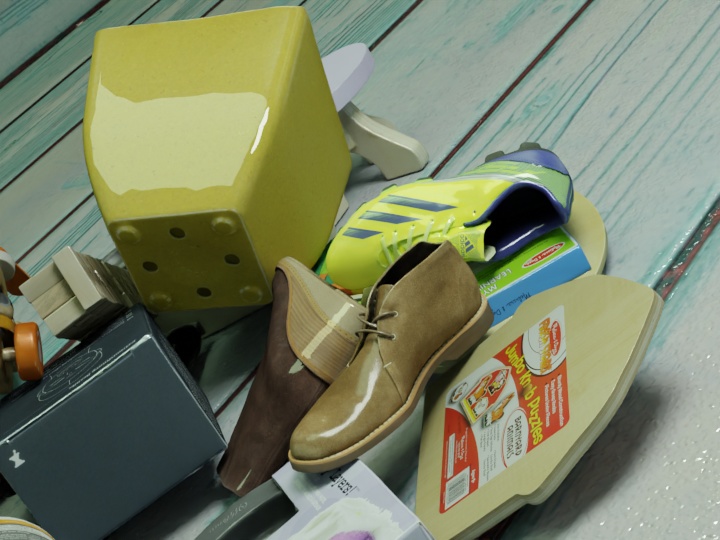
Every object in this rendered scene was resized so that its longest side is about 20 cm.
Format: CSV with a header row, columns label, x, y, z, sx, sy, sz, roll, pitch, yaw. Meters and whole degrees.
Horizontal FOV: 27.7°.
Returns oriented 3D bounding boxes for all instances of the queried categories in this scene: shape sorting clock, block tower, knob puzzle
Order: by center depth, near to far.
label,x,y,z,sx,sy,sz,roll,pitch,yaw
knob puzzle,0.116,0.081,0.914,0.219,0.030,0.220,-43,19,19
shape sorting clock,0.092,0.004,1.106,0.198,0.039,0.201,-21,32,14
block tower,-0.233,0.027,1.263,0.058,0.054,0.200,-36,-8,-1

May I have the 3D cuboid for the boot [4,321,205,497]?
label,x,y,z,sx,sy,sz,roll,pitch,yaw
boot,-0.236,0.113,1.304,0.173,0.070,0.200,-23,17,24

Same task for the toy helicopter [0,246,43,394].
label,x,y,z,sx,sy,sz,roll,pitch,yaw
toy helicopter,-0.309,0.042,1.239,0.078,0.134,0.200,-7,-12,-8

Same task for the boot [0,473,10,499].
label,x,y,z,sx,sy,sz,roll,pitch,yaw
boot,-0.340,0.194,1.131,0.189,0.068,0.200,-51,-11,-9

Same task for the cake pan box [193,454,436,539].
label,x,y,z,sx,sy,sz,roll,pitch,yaw
cake pan box,-0.050,0.195,0.895,0.184,0.053,0.200,-37,18,-7

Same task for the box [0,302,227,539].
label,x,y,z,sx,sy,sz,roll,pitch,yaw
box,-0.201,0.120,1.156,0.148,0.108,0.200,-35,11,-5

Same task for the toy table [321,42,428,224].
label,x,y,z,sx,sy,sz,roll,pitch,yaw
toy table,-0.031,-0.132,1.479,0.183,0.118,0.200,-7,33,49

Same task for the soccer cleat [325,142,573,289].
label,x,y,z,sx,sy,sz,roll,pitch,yaw
soccer cleat,0.063,-0.030,1.080,0.198,0.065,0.084,-23,38,13

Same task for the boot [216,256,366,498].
label,x,y,z,sx,sy,sz,roll,pitch,yaw
boot,-0.067,0.081,1.116,0.167,0.072,0.200,-57,17,0

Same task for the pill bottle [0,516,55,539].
label,x,y,z,sx,sy,sz,roll,pitch,yaw
pill bottle,-0.223,0.244,0.958,0.116,0.117,0.200,-39,22,-15

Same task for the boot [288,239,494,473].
label,x,y,z,sx,sy,sz,roll,pitch,yaw
boot,0.010,0.053,0.970,0.073,0.076,0.200,3,37,43

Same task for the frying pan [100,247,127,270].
label,x,y,z,sx,sy,sz,roll,pitch,yaw
frying pan,-0.296,0.003,1.677,0.189,0.031,0.115,-22,24,34

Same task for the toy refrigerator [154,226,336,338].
label,x,y,z,sx,sy,sz,roll,pitch,yaw
toy refrigerator,-0.121,0.002,1.391,0.199,0.070,0.076,-28,29,15

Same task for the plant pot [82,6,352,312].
label,x,y,z,sx,sy,sz,roll,pitch,yaw
plant pot,-0.126,-0.077,1.243,0.193,0.195,0.201,-5,47,12

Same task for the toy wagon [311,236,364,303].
label,x,y,z,sx,sy,sz,roll,pitch,yaw
toy wagon,0.000,0.000,1.262,0.199,0.040,0.155,-9,32,45

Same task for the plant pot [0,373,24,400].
label,x,y,z,sx,sy,sz,roll,pitch,yaw
plant pot,-0.404,0.151,1.342,0.141,0.142,0.201,-6,40,48
